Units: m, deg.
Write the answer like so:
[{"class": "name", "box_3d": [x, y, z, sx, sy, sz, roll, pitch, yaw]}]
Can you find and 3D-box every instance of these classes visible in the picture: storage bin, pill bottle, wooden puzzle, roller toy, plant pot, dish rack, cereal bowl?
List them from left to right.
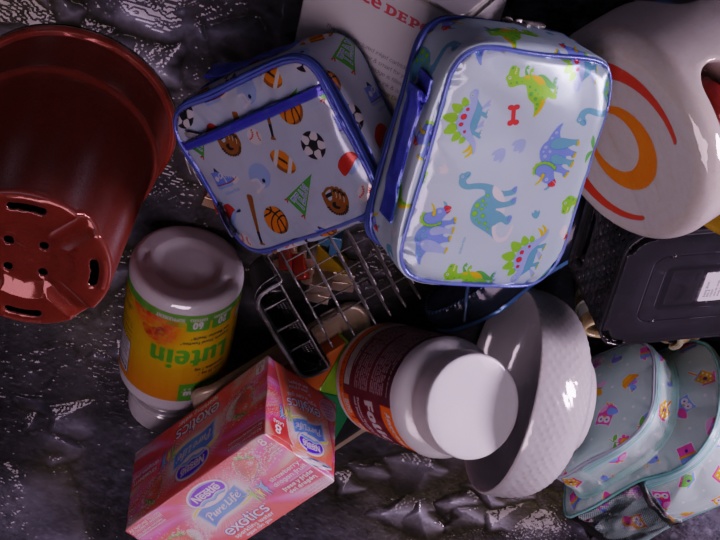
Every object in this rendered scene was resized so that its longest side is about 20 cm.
[{"class": "plant pot", "box_3d": [-0.272, -0.074, 1.349, 0.198, 0.197, 0.202, 2, 132, 3]}, {"class": "pill bottle", "box_3d": [-0.180, 0.065, 1.525, 0.110, 0.112, 0.201, 10, 133, -4]}, {"class": "wooden puzzle", "box_3d": [-0.066, 0.145, 1.576, 0.198, 0.037, 0.186, -27, 135, -20]}, {"class": "dish rack", "box_3d": [0.000, 0.000, 1.435, 0.199, 0.055, 0.154, -30, 144, -2]}, {"class": "pill bottle", "box_3d": [0.063, 0.116, 1.480, 0.114, 0.115, 0.200, 31, 172, -22]}, {"class": "cereal bowl", "box_3d": [0.168, 0.120, 1.483, 0.082, 0.202, 0.201, 11, 133, -15]}, {"class": "roller toy", "box_3d": [0.255, -0.131, 1.251, 0.200, 0.139, 0.183, 46, 150, 23]}, {"class": "storage bin", "box_3d": [0.300, -0.018, 1.385, 0.197, 0.094, 0.136, -4, 135, -14]}]

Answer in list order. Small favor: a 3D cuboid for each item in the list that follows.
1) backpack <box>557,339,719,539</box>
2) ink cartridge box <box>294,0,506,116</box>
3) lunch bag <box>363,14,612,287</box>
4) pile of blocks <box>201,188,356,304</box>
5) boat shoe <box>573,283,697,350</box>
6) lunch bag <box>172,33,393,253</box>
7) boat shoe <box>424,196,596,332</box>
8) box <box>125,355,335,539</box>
[{"class": "backpack", "box_3d": [0.289, 0.158, 1.525, 0.198, 0.177, 0.153, -23, 126, 30]}, {"class": "ink cartridge box", "box_3d": [0.023, -0.171, 1.274, 0.144, 0.088, 0.201, 30, 136, 16]}, {"class": "lunch bag", "box_3d": [0.094, -0.090, 1.181, 0.159, 0.083, 0.202, 1, 117, -28]}, {"class": "pile of blocks", "box_3d": [-0.066, -0.036, 1.457, 0.082, 0.063, 0.200, -32, 123, 30]}, {"class": "boat shoe", "box_3d": [0.305, 0.046, 1.489, 0.197, 0.077, 0.072, -3, 130, 5]}, {"class": "lunch bag", "box_3d": [-0.062, -0.104, 1.274, 0.199, 0.076, 0.161, -16, 110, 43]}, {"class": "boat shoe", "box_3d": [0.135, -0.021, 1.454, 0.199, 0.084, 0.069, -37, 122, 13]}, {"class": "box", "box_3d": [-0.124, 0.188, 1.480, 0.199, 0.103, 0.094, -36, 124, 29]}]
